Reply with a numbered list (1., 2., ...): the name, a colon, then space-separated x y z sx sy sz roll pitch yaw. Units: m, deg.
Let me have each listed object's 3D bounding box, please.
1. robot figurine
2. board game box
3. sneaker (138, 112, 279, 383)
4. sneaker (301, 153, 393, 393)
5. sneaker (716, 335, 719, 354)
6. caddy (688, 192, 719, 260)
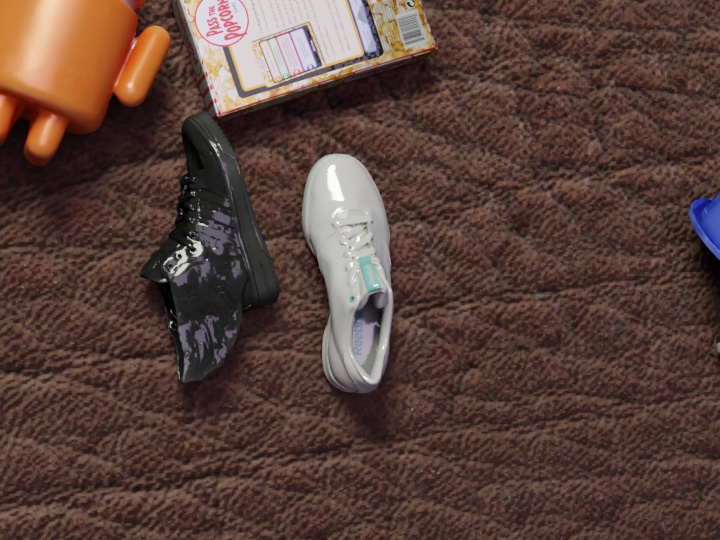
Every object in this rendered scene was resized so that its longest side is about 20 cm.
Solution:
1. robot figurine: -0.234 -0.184 0.987 0.143 0.117 0.201 14 82 22
2. board game box: -0.053 -0.225 1.069 0.199 0.046 0.152 -19 92 -14
3. sneaker: -0.134 -0.019 1.030 0.104 0.060 0.201 -22 96 -19
4. sneaker: 0.000 0.000 1.048 0.075 0.088 0.201 -7 88 -13
5. sneaker: 0.410 0.121 1.152 0.199 0.084 0.121 9 75 -15
6. caddy: 0.380 -0.012 1.110 0.200 0.141 0.105 38 119 8
